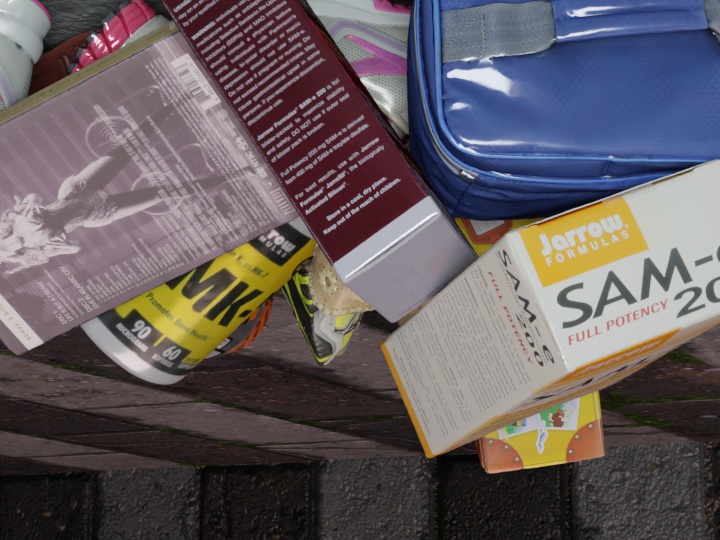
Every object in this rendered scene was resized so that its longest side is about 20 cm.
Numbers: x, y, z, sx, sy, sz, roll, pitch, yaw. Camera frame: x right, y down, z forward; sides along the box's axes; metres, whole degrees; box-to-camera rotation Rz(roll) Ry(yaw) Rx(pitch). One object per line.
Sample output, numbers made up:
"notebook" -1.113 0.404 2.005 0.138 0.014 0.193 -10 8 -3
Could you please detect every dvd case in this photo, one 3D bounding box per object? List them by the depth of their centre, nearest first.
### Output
"dvd case" -0.149 -0.041 1.063 0.199 0.016 0.149 -26 131 11

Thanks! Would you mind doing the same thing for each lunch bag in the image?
"lunch bag" 0.124 -0.103 0.978 0.198 0.137 0.132 -2 169 -4

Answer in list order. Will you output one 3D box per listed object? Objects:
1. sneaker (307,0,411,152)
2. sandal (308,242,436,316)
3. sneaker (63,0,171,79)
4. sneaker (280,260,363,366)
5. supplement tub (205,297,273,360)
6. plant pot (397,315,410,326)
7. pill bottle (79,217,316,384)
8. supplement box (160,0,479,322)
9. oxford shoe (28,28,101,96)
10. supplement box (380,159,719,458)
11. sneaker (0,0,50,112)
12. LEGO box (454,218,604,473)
"sneaker" 0.030 -0.106 1.086 0.198 0.089 0.081 4 168 -18
"sandal" 0.004 0.004 1.124 0.077 0.070 0.212 40 171 20
"sneaker" -0.153 -0.058 1.099 0.074 0.081 0.201 35 121 -1
"sneaker" -0.013 0.007 1.308 0.076 0.076 0.200 -27 164 -10
"supplement tub" -0.153 0.005 1.549 0.121 0.124 0.200 -4 168 21
"plant pot" 0.087 -0.014 1.354 0.134 0.201 0.200 32 161 -10
"pill bottle" -0.083 -0.034 1.171 0.200 0.115 0.114 -43 153 15
"supplement box" -0.025 -0.079 0.959 0.061 0.201 0.109 -35 163 4
"oxford shoe" -0.161 -0.115 1.168 0.198 0.071 0.075 -8 -164 20
"supplement box" 0.104 0.025 0.974 0.125 0.074 0.200 -19 170 -22
"sneaker" -0.273 -0.110 1.050 0.198 0.089 0.081 2 168 -2
"LEGO box" 0.092 -0.002 1.170 0.076 0.202 0.149 -9 -160 1
